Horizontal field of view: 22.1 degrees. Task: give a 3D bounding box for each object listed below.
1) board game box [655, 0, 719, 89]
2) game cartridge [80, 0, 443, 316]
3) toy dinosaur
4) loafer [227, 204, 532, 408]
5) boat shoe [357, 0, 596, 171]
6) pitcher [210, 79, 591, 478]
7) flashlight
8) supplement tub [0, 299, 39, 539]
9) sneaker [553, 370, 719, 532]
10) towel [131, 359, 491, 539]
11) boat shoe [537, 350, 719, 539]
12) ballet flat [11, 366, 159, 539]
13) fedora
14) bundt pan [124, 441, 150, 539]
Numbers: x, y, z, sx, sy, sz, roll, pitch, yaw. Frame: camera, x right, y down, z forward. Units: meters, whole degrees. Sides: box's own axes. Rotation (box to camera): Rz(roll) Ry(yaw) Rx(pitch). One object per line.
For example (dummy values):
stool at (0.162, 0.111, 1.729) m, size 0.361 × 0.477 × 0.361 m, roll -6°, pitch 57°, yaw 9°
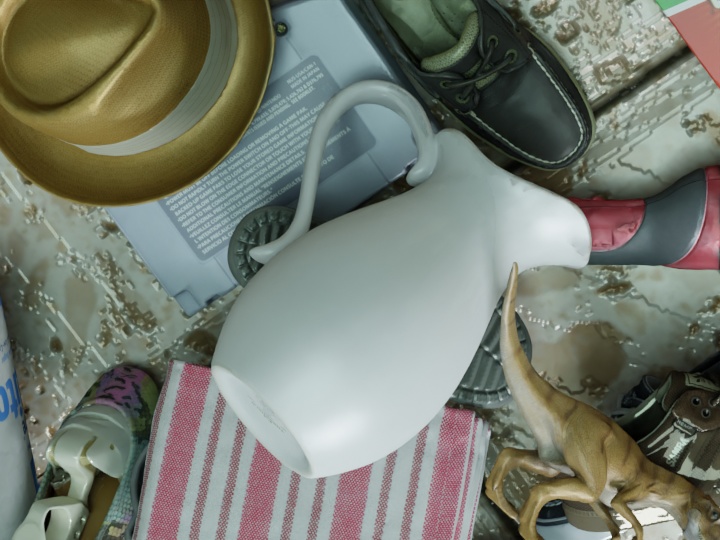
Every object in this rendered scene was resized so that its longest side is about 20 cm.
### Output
board game box at (0.239, -0.181, 1.031) m, size 0.153 × 0.040 × 0.200 m, roll -36°, pitch 98°, yaw 17°
game cartridge at (-0.063, -0.077, 1.113) m, size 0.200 × 0.042 × 0.133 m, roll -33°, pitch 95°, yaw 17°
toy dinosaur at (0.112, 0.092, 1.000) m, size 0.200 × 0.060 × 0.106 m, roll 42°, pitch 95°, yaw -15°
loafer at (0.011, 0.019, 1.097) m, size 0.200 × 0.070 × 0.075 m, roll 29°, pitch 81°, yaw -12°
boat shoe at (0.055, -0.129, 1.062) m, size 0.072 × 0.066 × 0.201 m, roll -42°, pitch 97°, yaw 16°
pitcher at (0.000, 0.000, 1.009) m, size 0.172 × 0.121 × 0.200 m, roll 42°, pitch 71°, yaw 17°
flashlight at (0.140, -0.032, 1.079) m, size 0.199 × 0.068 × 0.068 m, roll 2°, pitch 88°, yaw 9°
supplement tub at (-0.275, 0.096, 1.148) m, size 0.131 × 0.132 × 0.201 m, roll -6°, pitch 107°, yaw 11°
sneaker at (0.205, 0.090, 1.039) m, size 0.199 × 0.070 × 0.076 m, roll -16°, pitch 103°, yaw 2°
towel at (-0.032, 0.138, 1.081) m, size 0.199 × 0.030 × 0.147 m, roll 9°, pitch 77°, yaw 9°
boat shoe at (0.181, 0.095, 1.108) m, size 0.200 × 0.072 × 0.068 m, roll -32°, pitch 102°, yaw 14°
ballet flat at (-0.175, 0.144, 1.126) m, size 0.069 × 0.071 × 0.201 m, roll 10°, pitch 70°, yaw 24°
fedora at (-0.151, -0.130, 1.061) m, size 0.200 × 0.082 × 0.202 m, roll 0°, pitch 91°, yaw 20°
bundt pan at (-0.039, 0.153, 1.128) m, size 0.201 × 0.076 × 0.203 m, roll -1°, pitch 76°, yaw 3°
